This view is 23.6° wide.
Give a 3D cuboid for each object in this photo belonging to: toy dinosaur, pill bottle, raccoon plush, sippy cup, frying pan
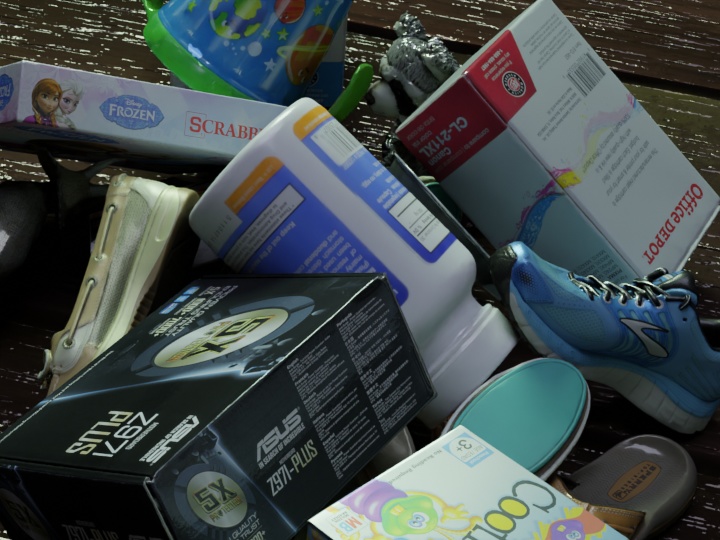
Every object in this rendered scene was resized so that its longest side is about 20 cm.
[{"bbox_3d":[-0.246,-0.021,1.149,0.077,0.102,0.200,49,38,-10],"label":"toy dinosaur"},{"bbox_3d":[0.000,0.000,1.063,0.200,0.112,0.112,45,42,0],"label":"pill bottle"},{"bbox_3d":[0.088,-0.142,1.338,0.199,0.135,0.097,-26,44,-36],"label":"raccoon plush"},{"bbox_3d":[-0.073,-0.193,1.291,0.177,0.131,0.140,32,15,-19],"label":"sippy cup"},{"bbox_3d":[0.079,-0.008,1.170,0.031,0.190,0.115,-42,29,3],"label":"frying pan"}]

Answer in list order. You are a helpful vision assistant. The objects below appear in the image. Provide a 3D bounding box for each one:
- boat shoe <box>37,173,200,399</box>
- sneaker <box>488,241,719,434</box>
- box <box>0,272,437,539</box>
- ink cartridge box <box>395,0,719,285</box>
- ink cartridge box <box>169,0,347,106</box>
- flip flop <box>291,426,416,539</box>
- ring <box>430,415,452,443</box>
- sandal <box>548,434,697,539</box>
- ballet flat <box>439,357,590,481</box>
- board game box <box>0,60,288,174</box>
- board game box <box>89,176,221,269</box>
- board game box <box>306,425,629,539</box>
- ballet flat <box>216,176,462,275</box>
[{"bbox_3d":[-0.160,0.033,1.062,0.063,0.073,0.202,16,71,14],"label":"boat shoe"},{"bbox_3d":[0.165,0.023,1.083,0.199,0.090,0.079,26,24,-29],"label":"sneaker"},{"bbox_3d":[-0.086,0.088,0.959,0.163,0.087,0.200,0,31,46],"label":"box"},{"bbox_3d":[0.142,-0.071,1.206,0.200,0.083,0.146,49,41,-4],"label":"ink cartridge box"},{"bbox_3d":[-0.084,-0.257,1.424,0.146,0.201,0.145,1,35,-6],"label":"ink cartridge box"},{"bbox_3d":[-0.018,0.139,0.974,0.081,0.058,0.200,16,44,11],"label":"flip flop"},{"bbox_3d":[-0.019,0.093,1.093,0.199,0.019,0.201,4,36,-3],"label":"ring"},{"bbox_3d":[0.137,0.145,1.004,0.081,0.055,0.200,29,43,30],"label":"sandal"},{"bbox_3d":[0.066,0.129,0.996,0.069,0.070,0.200,22,49,23],"label":"ballet flat"},{"bbox_3d":[-0.177,-0.102,1.199,0.199,0.041,0.199,7,-3,-30],"label":"board game box"},{"bbox_3d":[-0.087,-0.040,1.181,0.199,0.035,0.126,-17,15,-6],"label":"board game box"},{"bbox_3d":[0.039,0.193,0.797,0.105,0.201,0.103,-26,45,-38],"label":"board game box"},{"bbox_3d":[-0.017,-0.009,1.208,0.199,0.068,0.062,-21,3,-23],"label":"ballet flat"}]
